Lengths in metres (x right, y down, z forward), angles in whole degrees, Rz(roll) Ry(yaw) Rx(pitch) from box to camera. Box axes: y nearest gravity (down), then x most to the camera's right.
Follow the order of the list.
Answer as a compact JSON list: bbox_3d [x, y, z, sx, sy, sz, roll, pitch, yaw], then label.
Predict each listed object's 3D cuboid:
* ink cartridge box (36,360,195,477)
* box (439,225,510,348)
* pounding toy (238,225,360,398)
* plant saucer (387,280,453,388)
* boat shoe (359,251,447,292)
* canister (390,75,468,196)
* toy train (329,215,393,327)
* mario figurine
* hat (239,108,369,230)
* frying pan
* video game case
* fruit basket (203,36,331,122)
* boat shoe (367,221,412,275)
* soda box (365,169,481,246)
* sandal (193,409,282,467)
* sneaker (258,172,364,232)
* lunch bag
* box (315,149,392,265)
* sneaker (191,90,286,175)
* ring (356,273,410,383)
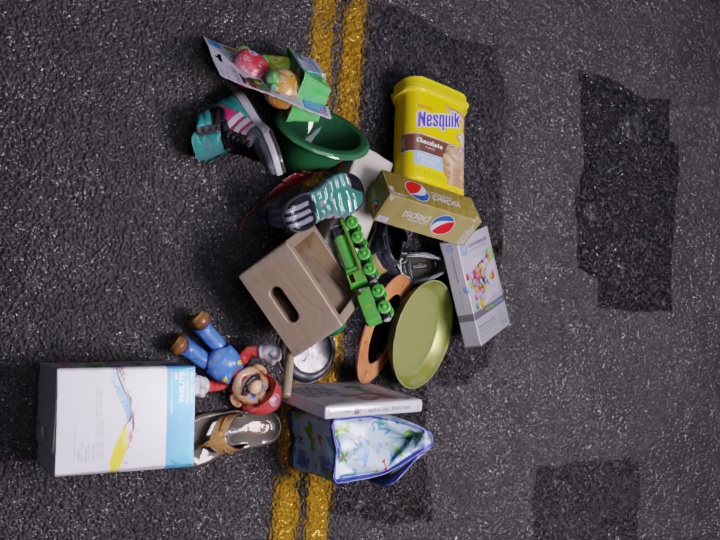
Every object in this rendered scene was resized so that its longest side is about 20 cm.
[{"bbox_3d":[-0.358,0.210,1.218,0.197,0.146,0.149,2,87,-31],"label":"ink cartridge box"},{"bbox_3d":[0.221,0.028,1.595,0.155,0.041,0.204,-22,98,-57],"label":"box"},{"bbox_3d":[-0.100,0.059,1.347,0.141,0.184,0.202,-33,96,18],"label":"pounding toy"},{"bbox_3d":[0.106,0.114,1.526,0.199,0.031,0.204,-25,121,-49],"label":"plant saucer"},{"bbox_3d":[0.072,-0.005,1.526,0.197,0.071,0.074,-13,94,-30],"label":"boat shoe"},{"bbox_3d":[0.127,-0.236,1.538,0.146,0.086,0.204,14,68,-30],"label":"canister"},{"bbox_3d":[0.000,0.000,1.380,0.056,0.042,0.203,-23,66,4],"label":"toy train"},{"bbox_3d":[-0.202,0.155,1.331,0.199,0.106,0.123,41,113,-15],"label":"mario figurine"},{"bbox_3d":[-0.104,-0.173,1.450,0.197,0.167,0.178,9,125,-24],"label":"hat"},{"bbox_3d":[-0.060,0.129,1.469,0.187,0.031,0.117,-17,96,-27],"label":"frying pan"},{"bbox_3d":[-0.025,0.212,1.383,0.179,0.199,0.024,1,92,-30],"label":"video game case"},{"bbox_3d":[-0.150,-0.323,1.360,0.198,0.186,0.094,21,113,-30],"label":"fruit basket"},{"bbox_3d":[0.057,-0.071,1.493,0.075,0.062,0.202,51,36,-27],"label":"boat shoe"},{"bbox_3d":[0.111,-0.108,1.464,0.197,0.064,0.068,15,39,-29],"label":"soda box"},{"bbox_3d":[-0.211,0.270,1.354,0.197,0.054,0.083,-2,88,-31],"label":"sandal"},{"bbox_3d":[-0.078,-0.116,1.382,0.199,0.086,0.076,-23,108,-48],"label":"sneaker"},{"bbox_3d":[-0.001,0.289,1.411,0.197,0.169,0.130,-2,89,-32],"label":"lunch bag"},{"bbox_3d":[-0.018,-0.114,1.480,0.081,0.068,0.203,28,74,-26],"label":"box"},{"bbox_3d":[-0.205,-0.203,1.328,0.119,0.201,0.084,-26,140,-12],"label":"sneaker"},{"bbox_3d":[0.037,0.100,1.464,0.201,0.019,0.202,-52,154,-37],"label":"ring"}]
